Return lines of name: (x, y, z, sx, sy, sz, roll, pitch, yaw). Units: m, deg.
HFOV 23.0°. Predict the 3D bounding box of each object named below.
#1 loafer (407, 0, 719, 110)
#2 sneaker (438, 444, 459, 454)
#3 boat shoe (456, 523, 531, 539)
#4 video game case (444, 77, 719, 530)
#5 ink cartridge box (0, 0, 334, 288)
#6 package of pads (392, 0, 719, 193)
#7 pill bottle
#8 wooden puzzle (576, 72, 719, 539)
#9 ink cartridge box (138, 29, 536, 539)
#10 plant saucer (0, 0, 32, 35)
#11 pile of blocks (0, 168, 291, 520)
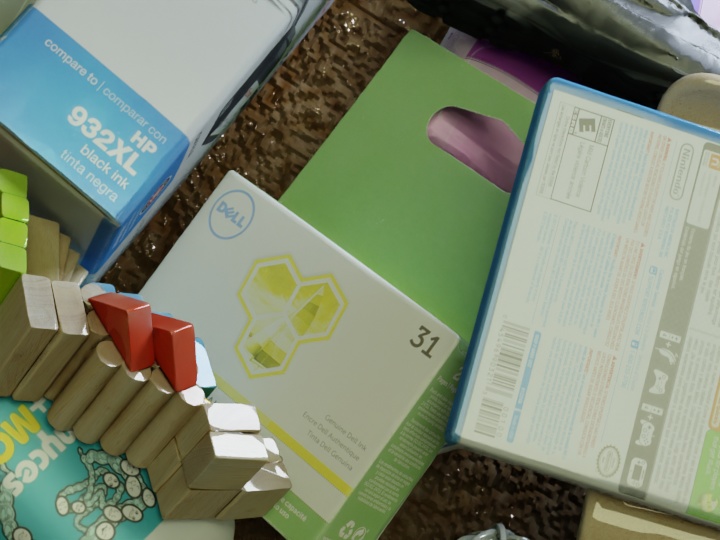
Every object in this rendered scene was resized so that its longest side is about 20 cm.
loafer: (0.112, -0.113, 0.763, 0.199, 0.068, 0.071, 26, 80, -5)
sneaker: (0.077, 0.054, 0.759, 0.199, 0.076, 0.105, -38, 103, 14)
boat shoe: (0.048, 0.143, 0.729, 0.199, 0.072, 0.069, -29, 73, 16)
video game case: (0.144, 0.025, 0.667, 0.198, 0.018, 0.144, 18, 79, -4)
ink cartridge box: (-0.082, -0.097, 0.745, 0.084, 0.145, 0.201, 38, 68, -3)
package of pads: (0.100, -0.096, 0.832, 0.120, 0.076, 0.201, 35, 70, -9)
pill bottle: (-0.126, 0.093, 0.699, 0.200, 0.111, 0.111, 45, 68, 0)
wooden puzzle: (0.187, 0.040, 0.699, 0.183, 0.037, 0.202, 14, 80, -5)
ink cartridge box: (0.000, 0.000, 0.725, 0.145, 0.048, 0.201, 36, 90, 34)
plant saucer: (-0.220, -0.167, 0.742, 0.198, 0.050, 0.202, 17, 52, -22)
pile of blocks: (-0.100, 0.014, 0.650, 0.199, 0.062, 0.082, 34, 41, -11)
